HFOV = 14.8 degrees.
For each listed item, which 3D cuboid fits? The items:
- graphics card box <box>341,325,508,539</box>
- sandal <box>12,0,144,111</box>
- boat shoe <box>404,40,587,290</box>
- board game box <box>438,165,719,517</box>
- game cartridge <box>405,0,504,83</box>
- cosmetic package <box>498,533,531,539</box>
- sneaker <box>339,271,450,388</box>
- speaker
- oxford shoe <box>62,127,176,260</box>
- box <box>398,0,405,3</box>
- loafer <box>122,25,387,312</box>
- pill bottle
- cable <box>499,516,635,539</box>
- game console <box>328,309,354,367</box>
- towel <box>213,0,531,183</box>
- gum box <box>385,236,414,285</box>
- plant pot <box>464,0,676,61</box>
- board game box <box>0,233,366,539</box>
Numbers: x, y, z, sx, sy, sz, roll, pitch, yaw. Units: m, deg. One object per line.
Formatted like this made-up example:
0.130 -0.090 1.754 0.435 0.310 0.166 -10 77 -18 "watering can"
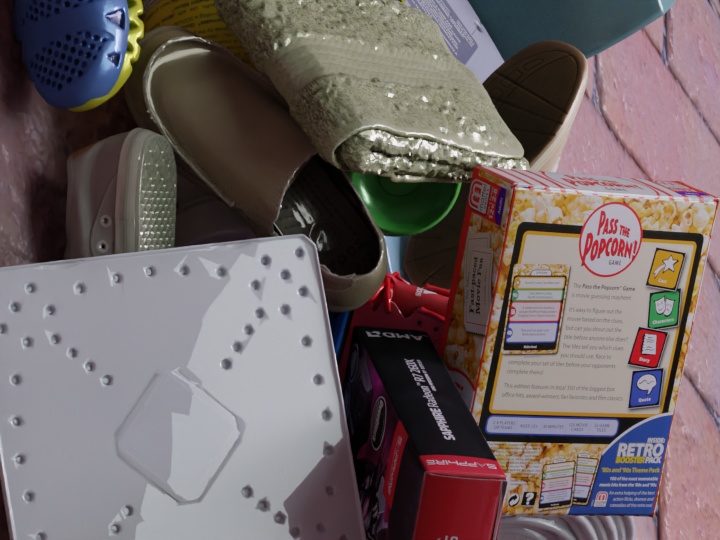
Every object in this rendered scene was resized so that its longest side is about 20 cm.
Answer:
0.027 0.126 1.545 0.200 0.051 0.126 -114 -149 -65 "graphics card box"
-0.178 -0.183 1.535 0.087 0.079 0.201 15 57 -59 "sandal"
0.097 -0.063 1.902 0.201 0.072 0.065 -62 154 -10 "boat shoe"
0.121 0.044 1.632 0.151 0.046 0.201 4 104 -31 "board game box"
0.027 -0.196 1.955 0.200 0.041 0.133 54 20 -8 "game cartridge"
0.109 0.143 1.983 0.051 0.082 0.201 42 42 -56 "cosmetic package"
0.000 0.000 1.771 0.079 0.115 0.200 -74 144 -49 "sneaker"
0.003 -0.081 1.754 0.200 0.088 0.089 -132 -161 -69 "speaker"
-0.141 0.021 1.538 0.075 0.057 0.201 5 89 -70 "oxford shoe"
-0.022 -0.234 1.820 0.070 0.064 0.201 9 47 -21 "box"
-0.050 -0.062 1.564 0.200 0.068 0.076 45 70 -12 "loafer"
-0.074 -0.102 1.666 0.112 0.112 0.201 32 50 -57 "pill bottle"
0.079 0.178 1.757 0.069 0.199 0.200 -117 -178 -49 "cable"
-0.024 0.108 1.665 0.171 0.118 0.200 60 30 -33 "game console"
0.011 -0.110 1.606 0.200 0.037 0.149 3 45 -53 "towel"
0.029 -0.047 1.944 0.170 0.044 0.201 -10 86 -65 "gum box"
0.131 -0.219 2.062 0.141 0.199 0.142 -45 119 -61 "plant pot"
-0.102 0.090 1.482 0.199 0.026 0.201 -7 83 -26 "board game box"
